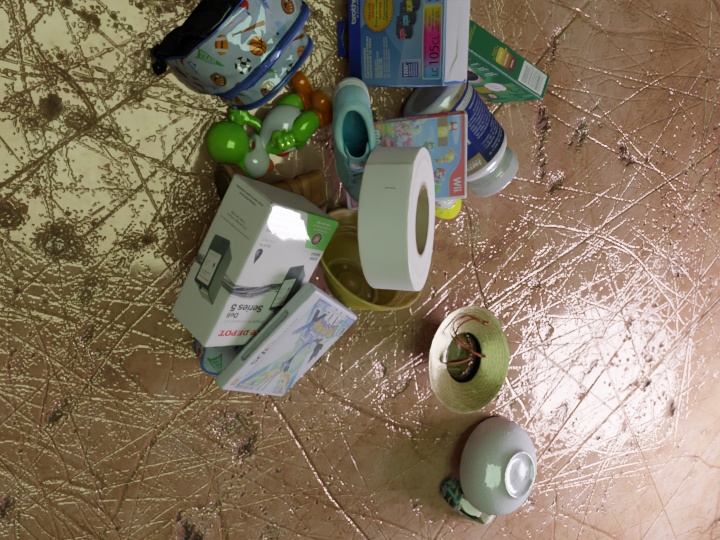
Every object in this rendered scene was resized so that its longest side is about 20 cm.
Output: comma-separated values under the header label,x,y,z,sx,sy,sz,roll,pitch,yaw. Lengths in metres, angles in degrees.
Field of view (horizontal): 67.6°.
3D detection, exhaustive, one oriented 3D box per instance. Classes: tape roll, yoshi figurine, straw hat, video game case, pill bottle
label,x,y,z,sx,sy,sz,roll,pitch,yaw
tape roll,0.057,-0.074,0.773,0.069,0.202,0.207,4,110,18
yoshi figurine,-0.140,-0.203,0.771,0.199,0.112,0.112,-41,102,-4
straw hat,0.190,0.164,1.044,0.197,0.085,0.206,-2,95,-25
video game case,-0.099,0.111,0.795,0.182,0.022,0.200,-46,158,1
video game case,0.068,-0.169,0.845,0.195,0.018,0.145,-6,127,3
pill bottle,0.171,-0.223,0.892,0.199,0.116,0.116,41,88,-28

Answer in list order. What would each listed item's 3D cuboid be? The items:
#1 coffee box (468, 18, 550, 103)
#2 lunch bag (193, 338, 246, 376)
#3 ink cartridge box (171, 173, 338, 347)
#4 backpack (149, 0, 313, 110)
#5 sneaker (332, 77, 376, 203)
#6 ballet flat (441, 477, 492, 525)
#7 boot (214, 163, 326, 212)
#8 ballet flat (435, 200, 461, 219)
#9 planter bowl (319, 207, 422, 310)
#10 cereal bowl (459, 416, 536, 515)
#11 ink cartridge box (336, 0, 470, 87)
label,x,y,z,sx,sy,sz,roll,pitch,yaw
coffee box,0.193,-0.331,0.860,0.197,0.123,0.045,19,94,-28
lunch bag,-0.172,0.079,0.861,0.158,0.075,0.204,12,101,-29
ink cartridge box,-0.138,-0.006,0.713,0.145,0.084,0.202,8,114,-58
backpack,-0.151,-0.296,0.681,0.153,0.190,0.202,35,90,-29
sneaker,-0.009,-0.166,0.780,0.072,0.083,0.202,-7,133,8
ballet flat,0.256,0.532,1.202,0.199,0.074,0.075,36,91,-29
boot,-0.120,-0.106,0.776,0.153,0.077,0.201,-25,152,-14
ballet flat,0.119,-0.152,0.919,0.067,0.067,0.200,-49,119,-3
planter bowl,0.000,0.000,0.881,0.197,0.203,0.084,13,138,-27
cereal bowl,0.310,0.424,1.151,0.197,0.083,0.205,1,88,-32
ink cartridge box,0.054,-0.339,0.778,0.076,0.197,0.139,-22,118,-46
